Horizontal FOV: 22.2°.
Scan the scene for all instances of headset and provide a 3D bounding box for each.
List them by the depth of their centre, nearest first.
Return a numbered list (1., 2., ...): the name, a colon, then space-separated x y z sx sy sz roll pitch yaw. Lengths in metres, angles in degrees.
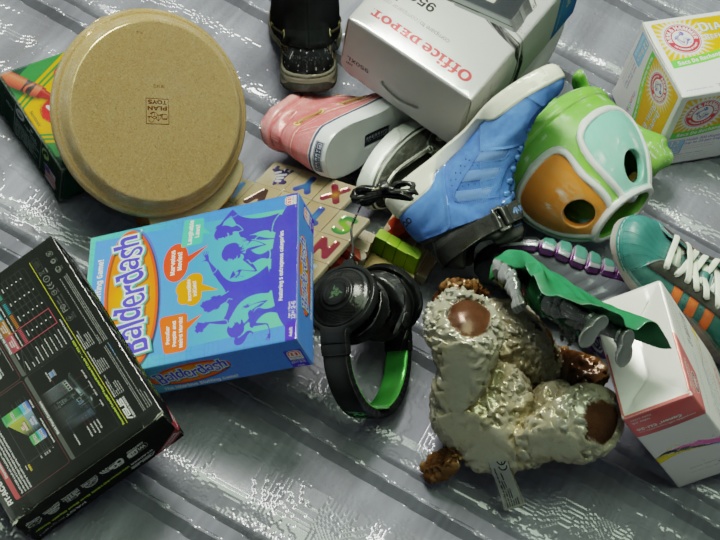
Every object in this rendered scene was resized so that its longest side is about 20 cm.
1. headset: 0.016 0.026 1.581 0.093 0.123 0.202 -6 87 28

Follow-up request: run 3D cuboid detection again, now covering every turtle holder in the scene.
1. turtle holder: 0.212 -0.095 1.750 0.132 0.141 0.185 46 13 20

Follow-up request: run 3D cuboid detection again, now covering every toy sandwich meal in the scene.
1. toy sandwich meal: -0.190 -0.134 1.653 0.203 0.070 0.207 1 87 -26

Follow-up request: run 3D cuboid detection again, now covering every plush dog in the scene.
1. plush dog: 0.123 0.093 1.600 0.199 0.161 0.172 36 35 -5

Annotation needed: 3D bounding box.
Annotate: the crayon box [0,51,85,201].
1. crayon box: -0.225 -0.157 1.733 0.199 0.051 0.127 -24 63 -28

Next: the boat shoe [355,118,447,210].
1. boat shoe: 0.079 -0.111 1.750 0.063 0.071 0.200 30 50 33

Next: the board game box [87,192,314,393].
1. board game box: -0.139 0.024 1.569 0.198 0.045 0.153 -12 53 15

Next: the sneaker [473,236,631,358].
1. sneaker: 0.199 0.030 1.685 0.198 0.075 0.088 12 58 -6

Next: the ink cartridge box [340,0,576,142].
1. ink cartridge box: 0.096 -0.239 1.723 0.144 0.084 0.200 34 65 12

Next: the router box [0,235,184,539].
1. router box: -0.258 0.095 1.500 0.149 0.062 0.201 -34 65 -3

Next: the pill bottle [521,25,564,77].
1. pill bottle: 0.096 -0.264 1.848 0.199 0.111 0.111 36 55 13

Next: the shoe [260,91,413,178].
1. shoe: -0.003 -0.147 1.764 0.091 0.072 0.199 26 34 33

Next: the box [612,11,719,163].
1. box: 0.373 -0.190 1.859 0.198 0.113 0.102 -11 57 -18

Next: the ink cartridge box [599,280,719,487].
1. ink cartridge box: 0.276 0.110 1.606 0.067 0.200 0.117 -22 54 17

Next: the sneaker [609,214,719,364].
1. sneaker: 0.312 0.013 1.661 0.200 0.080 0.072 39 60 -24

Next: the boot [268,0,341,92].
1. boot: -0.054 -0.281 1.773 0.073 0.155 0.204 -3 34 -3

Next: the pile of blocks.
1. pile of blocks: 0.000 0.000 1.665 0.199 0.062 0.082 -30 66 -29

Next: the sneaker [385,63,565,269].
1. sneaker: 0.128 -0.085 1.644 0.200 0.077 0.111 -41 84 10

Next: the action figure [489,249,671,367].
1. action figure: 0.161 0.024 1.544 0.118 0.055 0.200 29 4 -28

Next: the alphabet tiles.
1. alphabet tiles: -0.095 -0.027 1.655 0.165 0.006 0.200 19 50 31
